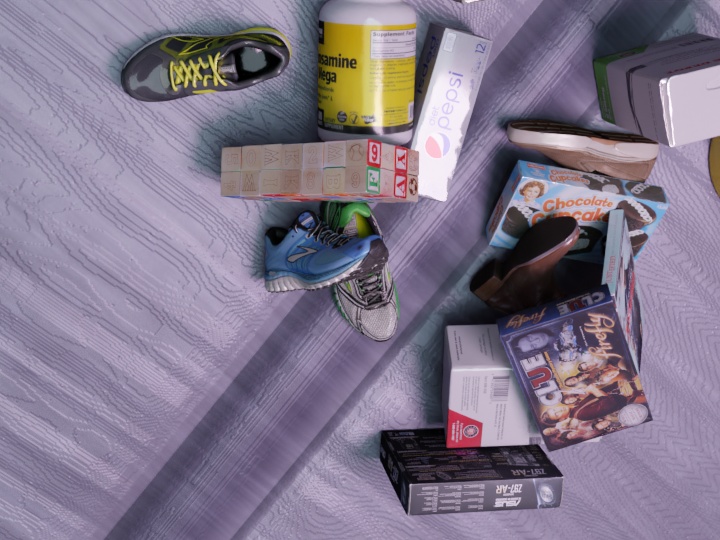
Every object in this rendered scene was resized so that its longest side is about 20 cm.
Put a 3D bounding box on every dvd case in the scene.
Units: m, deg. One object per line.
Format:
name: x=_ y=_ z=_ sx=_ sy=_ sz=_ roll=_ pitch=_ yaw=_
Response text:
dvd case: x=0.326 y=0.046 z=1.520 sx=0.022 sy=0.146 sz=0.200 roll=-3 pitch=134 yaw=21

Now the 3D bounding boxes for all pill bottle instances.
pill bottle: x=0.007 y=-0.248 z=1.409 sx=0.112 sy=0.112 sz=0.201 roll=-2 pitch=106 yaw=-11

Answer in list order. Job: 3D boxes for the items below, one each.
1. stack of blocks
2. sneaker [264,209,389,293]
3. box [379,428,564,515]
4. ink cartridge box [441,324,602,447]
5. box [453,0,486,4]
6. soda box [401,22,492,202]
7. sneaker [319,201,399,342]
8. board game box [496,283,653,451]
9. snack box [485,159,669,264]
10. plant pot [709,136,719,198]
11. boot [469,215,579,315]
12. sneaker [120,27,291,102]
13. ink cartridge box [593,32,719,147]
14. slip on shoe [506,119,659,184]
stack of blocks: x=-0.046 y=-0.110 z=1.399 sx=0.199 sy=0.115 sz=0.059 roll=1 pitch=89 yaw=31
sneaker: x=-0.052 y=-0.026 z=1.432 sx=0.078 sy=0.200 sz=0.090 roll=-18 pitch=98 yaw=-44
box: x=0.138 y=0.251 z=1.559 sx=0.199 sy=0.160 sz=0.044 roll=-1 pitch=107 yaw=-12
ink cartridge box: x=0.206 y=0.144 z=1.542 sx=0.199 sy=0.084 sz=0.145 roll=-1 pitch=131 yaw=-1
box: x=0.113 y=-0.346 z=1.355 sx=0.068 sy=0.200 sz=0.082 roll=-12 pitch=108 yaw=-8
soda box: x=0.092 y=-0.189 z=1.467 sx=0.063 sy=0.068 sz=0.201 roll=12 pitch=104 yaw=-16
sneaker: x=0.000 y=0.000 z=1.496 sx=0.078 sy=0.085 sz=0.201 roll=-20 pitch=110 yaw=-5
board game box: x=0.255 y=0.119 z=1.448 sx=0.135 sy=0.035 sz=0.200 roll=-19 pitch=125 yaw=11
snack box: x=0.269 y=-0.068 z=1.532 sx=0.199 sy=0.037 sz=0.116 roll=9 pitch=132 yaw=-14
plant pot: x=0.566 y=-0.131 z=1.521 sx=0.200 sy=0.189 sz=0.202 roll=-4 pitch=108 yaw=-11
boot: x=0.266 y=0.033 z=1.537 sx=0.200 sy=0.064 sz=0.186 roll=36 pitch=137 yaw=-18
sneaker: x=-0.173 y=-0.236 z=1.389 sx=0.199 sy=0.085 sz=0.075 roll=-15 pitch=108 yaw=-7
ink cartridge box: x=0.384 y=-0.216 z=1.450 sx=0.145 sy=0.200 sz=0.084 roll=-15 pitch=109 yaw=-7
slip on shoe: x=0.273 y=-0.144 z=1.520 sx=0.199 sy=0.076 sz=0.061 roll=4 pitch=110 yaw=-20
